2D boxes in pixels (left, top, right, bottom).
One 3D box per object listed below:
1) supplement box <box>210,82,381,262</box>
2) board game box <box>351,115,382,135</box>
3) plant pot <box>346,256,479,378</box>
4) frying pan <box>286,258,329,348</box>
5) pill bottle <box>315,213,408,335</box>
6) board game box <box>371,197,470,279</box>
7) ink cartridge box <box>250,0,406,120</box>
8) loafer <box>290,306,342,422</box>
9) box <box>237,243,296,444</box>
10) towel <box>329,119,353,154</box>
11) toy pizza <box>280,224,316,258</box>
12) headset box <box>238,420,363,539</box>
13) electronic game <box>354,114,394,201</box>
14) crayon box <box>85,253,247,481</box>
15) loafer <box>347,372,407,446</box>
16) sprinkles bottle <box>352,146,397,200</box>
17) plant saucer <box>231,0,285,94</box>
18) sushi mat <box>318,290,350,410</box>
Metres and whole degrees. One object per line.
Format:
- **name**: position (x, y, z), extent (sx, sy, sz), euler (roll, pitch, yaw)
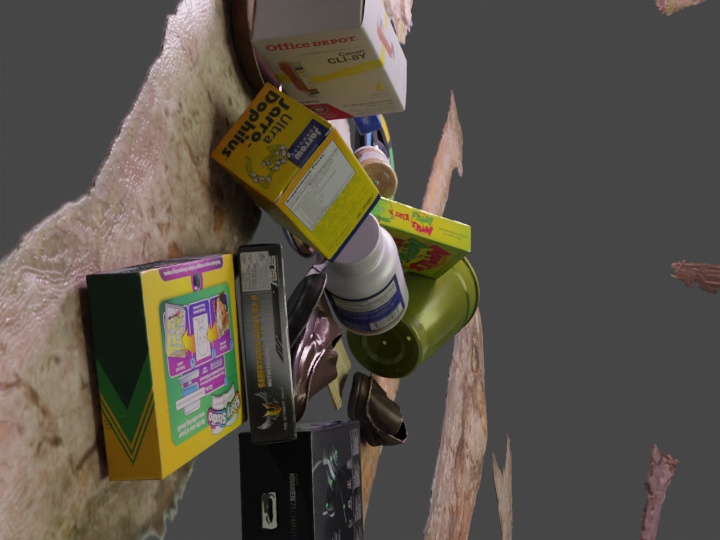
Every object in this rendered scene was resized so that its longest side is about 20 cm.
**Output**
- **supplement box**: position (-0.070, -0.110, 1.114), extent (0.109, 0.109, 0.200), euler (-52, 156, -5)
- **board game box**: position (-0.023, -0.351, 1.473), extent (0.200, 0.043, 0.201), euler (57, 20, -59)
- **plant pot**: position (0.071, 0.070, 1.529), extent (0.193, 0.198, 0.202), euler (-50, 134, -53)
- **frying pan**: position (-0.060, 0.018, 1.177), extent (0.191, 0.031, 0.115), euler (-64, -169, -15)
- **pill bottle**: position (0.000, 0.000, 1.347), extent (0.201, 0.118, 0.121), euler (71, 20, -59)
- **board game box**: position (0.056, -0.053, 1.421), extent (0.102, 0.198, 0.048), euler (-44, -145, 53)
- **ink cartridge box**: position (-0.035, -0.274, 1.174), extent (0.200, 0.143, 0.084), euler (51, 40, -63)
- **loafer**: position (-0.058, 0.117, 1.184), extent (0.073, 0.070, 0.201), euler (-59, -171, 37)
- **box**: position (-0.104, 0.076, 1.021), extent (0.158, 0.048, 0.203), euler (168, -82, -82)
- **towel**: position (-0.045, -0.226, 1.385), extent (0.133, 0.034, 0.202), euler (65, 15, -53)
- **toy pizza**: position (-0.074, -0.118, 1.311), extent (0.200, 0.031, 0.203), euler (-4, 90, -74)
- **headset box**: position (-0.067, 0.272, 1.115), extent (0.200, 0.092, 0.176), euler (14, 72, -73)
- **electronic game**: position (0.031, -0.194, 1.687), extent (0.200, 0.041, 0.203), euler (-5, 90, -75)
- **crayon box**: position (-0.171, 0.079, 0.866), extent (0.200, 0.058, 0.175), euler (-20, 106, -75)
- **loafer**: position (0.032, 0.218, 1.478), extent (0.200, 0.070, 0.074), euler (62, 35, -57)
- **sprinkles bottle**: position (0.018, -0.152, 1.484), extent (0.200, 0.067, 0.069), euler (-103, -176, -76)
- **plant saucer**: position (-0.119, -0.302, 1.202), extent (0.200, 0.034, 0.203), euler (-6, 90, -74)
- **sushi mat**: position (-0.049, 0.105, 1.373), extent (0.096, 0.012, 0.201), euler (-78, 157, -47)
